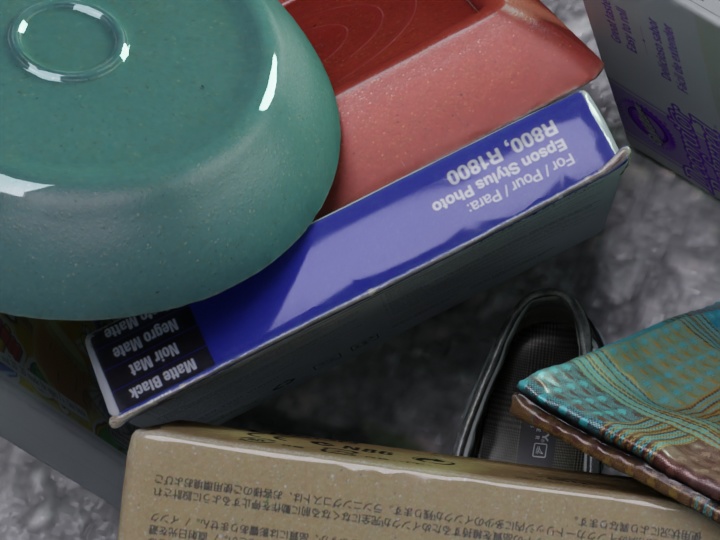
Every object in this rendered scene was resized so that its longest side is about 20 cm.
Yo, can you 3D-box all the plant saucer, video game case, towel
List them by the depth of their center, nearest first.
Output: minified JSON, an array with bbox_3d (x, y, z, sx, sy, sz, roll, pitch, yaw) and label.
[{"bbox_3d":[0.157,0.051,0.842,0.146,0.200,0.022,26,112,27],"label":"towel"},{"bbox_3d":[-0.102,-0.069,0.864,0.198,0.036,0.201,6,47,-7],"label":"plant saucer"},{"bbox_3d":[-0.145,-0.012,0.946,0.023,0.200,0.183,-30,56,13],"label":"video game case"},{"bbox_3d":[-0.022,-0.074,0.981,0.199,0.037,0.200,-27,23,0],"label":"plant saucer"}]

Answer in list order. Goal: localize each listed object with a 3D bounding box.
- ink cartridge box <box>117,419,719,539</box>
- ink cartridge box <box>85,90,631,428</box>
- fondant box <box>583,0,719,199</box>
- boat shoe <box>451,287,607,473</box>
[{"bbox_3d":[0.016,0.143,0.824,0.198,0.075,0.166,7,91,6],"label":"ink cartridge box"},{"bbox_3d":[0.000,0.000,0.900,0.199,0.200,0.041,-27,84,-1],"label":"ink cartridge box"},{"bbox_3d":[0.177,-0.056,0.908,0.200,0.144,0.058,36,76,31],"label":"fondant box"},{"bbox_3d":[0.051,0.101,0.894,0.072,0.071,0.201,0,66,15],"label":"boat shoe"}]
